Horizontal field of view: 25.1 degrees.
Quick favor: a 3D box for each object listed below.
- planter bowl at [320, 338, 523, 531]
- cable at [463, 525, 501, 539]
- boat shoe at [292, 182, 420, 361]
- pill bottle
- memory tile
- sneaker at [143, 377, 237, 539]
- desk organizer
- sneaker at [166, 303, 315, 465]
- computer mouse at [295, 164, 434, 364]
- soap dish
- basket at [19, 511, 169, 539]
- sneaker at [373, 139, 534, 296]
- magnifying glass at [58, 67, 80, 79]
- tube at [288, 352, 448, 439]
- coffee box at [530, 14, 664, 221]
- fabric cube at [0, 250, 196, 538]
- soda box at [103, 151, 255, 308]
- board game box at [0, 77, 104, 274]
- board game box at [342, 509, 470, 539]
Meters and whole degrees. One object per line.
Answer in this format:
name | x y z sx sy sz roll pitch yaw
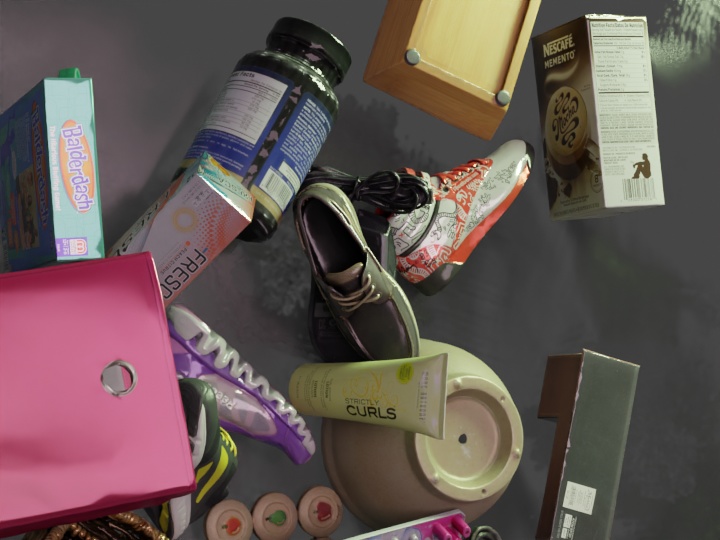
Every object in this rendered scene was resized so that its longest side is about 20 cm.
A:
planter bowl | 0.078 0.164 1.584 0.199 0.135 0.202 3 84 -25
cable | 0.145 0.363 1.641 0.096 0.050 0.202 7 83 -25
boat shoe | -0.012 0.011 1.528 0.074 0.073 0.201 -32 86 12
pill bottle | -0.089 -0.138 1.547 0.112 0.112 0.201 34 72 -18
memory tile | -0.077 0.314 1.556 0.152 0.017 0.202 -3 87 -30
sneaker | -0.152 0.158 1.463 0.084 0.201 0.074 -28 61 -35
desk organizer | 0.224 0.189 1.679 0.071 0.077 0.202 16 79 -22
sneaker | -0.129 0.124 1.528 0.200 0.080 0.089 43 83 -18
computer mouse | 0.000 0.000 1.590 0.137 0.053 0.202 4 94 11
soap dish | 0.105 -0.257 1.664 0.157 0.081 0.201 23 77 -21
basket | -0.209 0.295 1.432 0.200 0.149 0.143 44 70 -14
sneaker | 0.090 -0.083 1.649 0.108 0.067 0.202 42 73 -18
magnifying glass | -0.256 -0.090 1.466 0.022 0.080 0.202 -4 70 -4
tube | 0.011 0.113 1.508 0.052 0.199 0.058 -43 116 -33
coffee box | 0.249 -0.160 1.704 0.079 0.113 0.202 -4 86 -25
fabric cube | -0.262 0.109 1.307 0.198 0.200 0.198 -9 81 -19
soda box | -0.185 -0.011 1.461 0.068 0.064 0.200 41 107 -15
board game box | -0.275 -0.075 1.408 0.045 0.200 0.153 -3 87 -24
board game box | 0.006 0.332 1.525 0.199 0.026 0.201 -10 124 -29
